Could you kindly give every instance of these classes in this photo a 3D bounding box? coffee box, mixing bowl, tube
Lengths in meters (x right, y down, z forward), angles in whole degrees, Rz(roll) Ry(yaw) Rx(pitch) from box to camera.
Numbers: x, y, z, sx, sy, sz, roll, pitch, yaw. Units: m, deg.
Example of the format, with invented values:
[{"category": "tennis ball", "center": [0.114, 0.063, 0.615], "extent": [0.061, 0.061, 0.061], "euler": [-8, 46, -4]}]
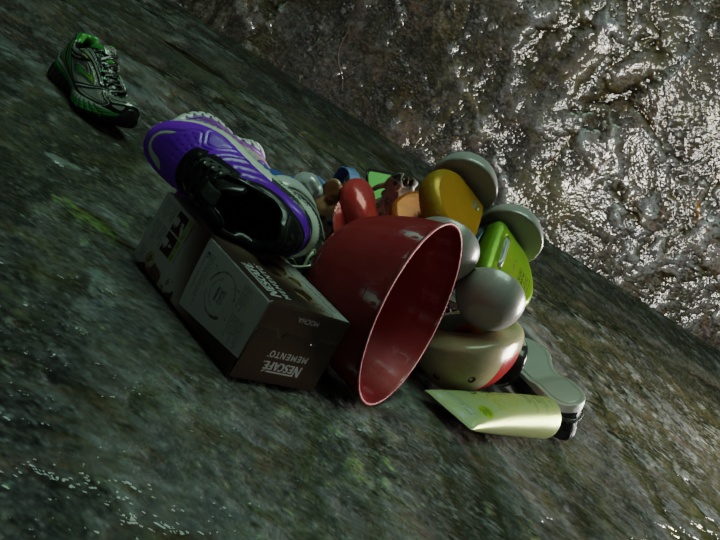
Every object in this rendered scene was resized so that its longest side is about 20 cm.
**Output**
[{"category": "coffee box", "center": [-0.116, 0.019, 1.056], "extent": [0.112, 0.081, 0.200], "euler": [19, 18, -47]}, {"category": "mixing bowl", "center": [0.010, 0.022, 1.125], "extent": [0.107, 0.203, 0.199], "euler": [27, 10, 21]}, {"category": "tube", "center": [0.160, 0.165, 1.273], "extent": [0.198, 0.057, 0.053], "euler": [12, 68, -46]}]

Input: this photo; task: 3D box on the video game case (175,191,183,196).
[{"category": "video game case", "center": [-0.116, -0.046, 1.397], "extent": [0.181, 0.036, 0.199], "euler": [40, 14, 20]}]

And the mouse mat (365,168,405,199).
[{"category": "mouse mat", "center": [0.051, -0.036, 1.522], "extent": [0.007, 0.204, 0.160], "euler": [-11, -4, 21]}]

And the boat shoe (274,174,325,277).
[{"category": "boat shoe", "center": [-0.060, -0.013, 1.170], "extent": [0.064, 0.070, 0.202], "euler": [-119, -174, -46]}]

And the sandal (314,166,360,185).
[{"category": "sandal", "center": [-0.005, -0.058, 1.477], "extent": [0.079, 0.087, 0.201], "euler": [17, -36, 56]}]

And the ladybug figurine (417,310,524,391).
[{"category": "ladybug figurine", "center": [0.130, 0.096, 1.331], "extent": [0.133, 0.073, 0.200], "euler": [3, 10, 19]}]

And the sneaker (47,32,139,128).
[{"category": "sneaker", "center": [-0.355, -0.260, 1.494], "extent": [0.077, 0.086, 0.200], "euler": [16, 22, -52]}]

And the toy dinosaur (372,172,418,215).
[{"category": "toy dinosaur", "center": [0.044, -0.019, 1.414], "extent": [0.134, 0.204, 0.085], "euler": [12, 2, -29]}]

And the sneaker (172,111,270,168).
[{"category": "sneaker", "center": [-0.189, -0.152, 1.534], "extent": [0.199, 0.081, 0.089], "euler": [19, 26, -50]}]

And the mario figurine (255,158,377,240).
[{"category": "mario figurine", "center": [-0.069, -0.064, 1.252], "extent": [0.198, 0.108, 0.123], "euler": [17, 9, 35]}]

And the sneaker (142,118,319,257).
[{"category": "sneaker", "center": [-0.132, -0.081, 1.050], "extent": [0.198, 0.070, 0.099], "euler": [33, 15, 9]}]

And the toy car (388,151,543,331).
[{"category": "toy car", "center": [0.114, -0.022, 1.304], "extent": [0.200, 0.149, 0.176], "euler": [44, 42, -20]}]

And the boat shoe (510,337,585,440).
[{"category": "boat shoe", "center": [0.234, 0.151, 1.474], "extent": [0.073, 0.061, 0.200], "euler": [-5, 27, -23]}]

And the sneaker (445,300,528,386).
[{"category": "sneaker", "center": [0.137, 0.088, 1.470], "extent": [0.114, 0.077, 0.200], "euler": [23, 5, -20]}]
